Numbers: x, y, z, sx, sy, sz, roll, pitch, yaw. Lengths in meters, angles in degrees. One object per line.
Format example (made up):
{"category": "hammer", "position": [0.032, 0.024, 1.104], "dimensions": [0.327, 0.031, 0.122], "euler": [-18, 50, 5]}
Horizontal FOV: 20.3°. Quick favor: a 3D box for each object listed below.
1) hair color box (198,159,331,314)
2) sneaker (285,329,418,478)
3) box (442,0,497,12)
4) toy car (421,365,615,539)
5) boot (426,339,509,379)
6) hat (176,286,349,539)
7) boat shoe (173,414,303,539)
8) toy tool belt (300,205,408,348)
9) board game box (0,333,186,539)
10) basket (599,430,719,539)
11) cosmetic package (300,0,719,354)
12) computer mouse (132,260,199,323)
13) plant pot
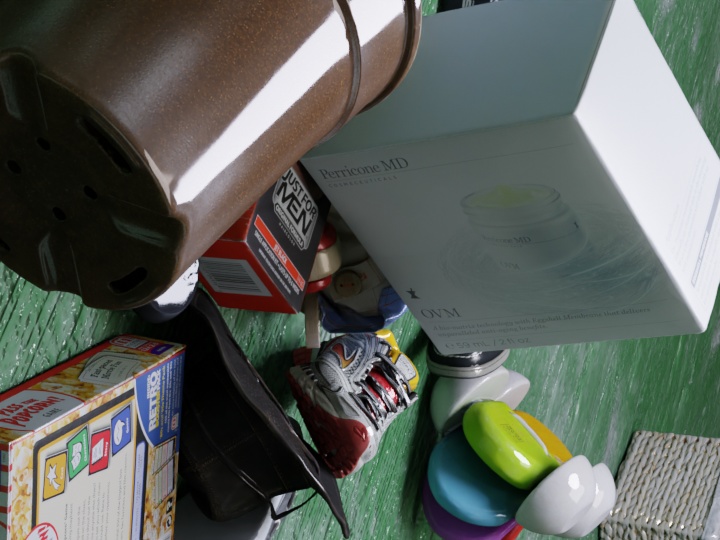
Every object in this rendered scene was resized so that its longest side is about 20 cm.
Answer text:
{"category": "hair color box", "position": [-0.055, -0.084, 1.274], "dimensions": [0.102, 0.061, 0.201], "euler": [56, 43, -57]}
{"category": "sneaker", "position": [-0.003, 0.079, 1.389], "dimensions": [0.200, 0.082, 0.078], "euler": [-97, 162, -75]}
{"category": "box", "position": [0.129, -0.278, 1.734], "dimensions": [0.200, 0.049, 0.162], "euler": [-3, 103, -70]}
{"category": "toy car", "position": [0.124, 0.185, 1.822], "dimensions": [0.150, 0.175, 0.200], "euler": [-44, 161, 7]}
{"category": "boot", "position": [0.101, -0.010, 1.752], "dimensions": [0.204, 0.073, 0.155], "euler": [-55, 146, -59]}
{"category": "hat", "position": [-0.082, 0.107, 1.251], "dimensions": [0.081, 0.201, 0.201], "euler": [-35, 152, -2]}
{"category": "boat shoe", "position": [-0.083, 0.167, 1.323], "dimensions": [0.200, 0.068, 0.057], "euler": [-54, 148, -56]}
{"category": "toy tool belt", "position": [0.000, 0.000, 1.398], "dimensions": [0.200, 0.124, 0.124], "euler": [-45, 132, -58]}
{"category": "board game box", "position": [-0.163, 0.133, 1.112], "dimensions": [0.200, 0.046, 0.152], "euler": [-29, 126, -66]}
{"category": "basket", "position": [0.418, 0.343, 2.667], "dimensions": [0.200, 0.160, 0.199], "euler": [-58, 150, -46]}
{"category": "cosmetic package", "position": [0.104, -0.059, 1.266], "dimensions": [0.200, 0.199, 0.123], "euler": [54, 44, -35]}
{"category": "computer mouse", "position": [-0.124, -0.067, 1.164], "dimensions": [0.058, 0.034, 0.201], "euler": [-16, 110, -50]}
{"category": "plant pot", "position": [-0.102, -0.100, 0.985], "dimensions": [0.198, 0.199, 0.201], "euler": [-53, 147, -38]}
